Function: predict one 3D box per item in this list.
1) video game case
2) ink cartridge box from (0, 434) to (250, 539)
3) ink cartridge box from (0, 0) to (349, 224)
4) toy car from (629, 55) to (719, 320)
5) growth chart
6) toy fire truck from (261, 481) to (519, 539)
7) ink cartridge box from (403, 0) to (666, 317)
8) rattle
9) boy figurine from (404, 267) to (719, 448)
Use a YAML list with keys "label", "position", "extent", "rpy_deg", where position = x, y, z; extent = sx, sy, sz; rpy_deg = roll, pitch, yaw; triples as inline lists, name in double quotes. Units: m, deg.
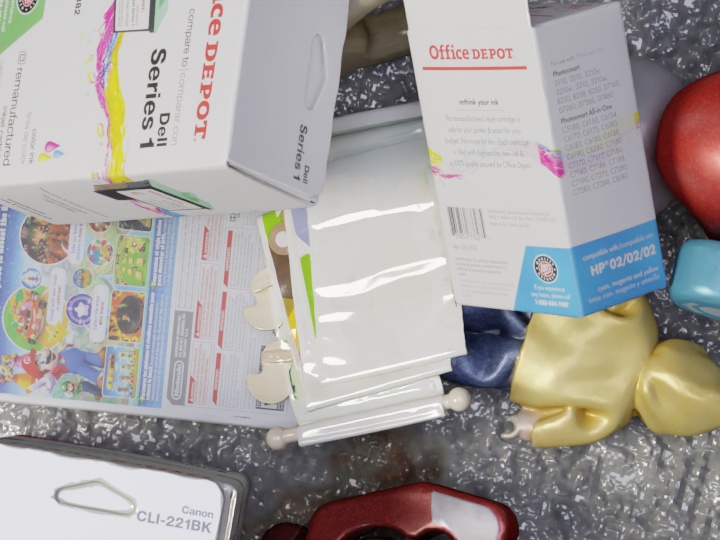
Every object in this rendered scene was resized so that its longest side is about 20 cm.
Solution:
- label: "video game case"
  position: [-0.127, 0.013, 1.714]
  extent: [0.199, 0.018, 0.144]
  rpy_deg: [6, 88, 0]
- label: "ink cartridge box"
  position: [-0.140, 0.143, 1.616]
  extent: [0.143, 0.200, 0.084]
  rpy_deg: [10, 87, 1]
- label: "ink cartridge box"
  position: [-0.113, -0.109, 1.627]
  extent: [0.199, 0.084, 0.146]
  rpy_deg: [-3, 74, 38]
- label: "toy car"
  position: [0.179, -0.067, 1.672]
  extent: [0.199, 0.177, 0.185]
  rpy_deg: [11, 82, 29]
- label: "growth chart"
  position: [0.000, 0.000, 1.672]
  extent: [0.144, 0.018, 0.201]
  rpy_deg: [-4, 80, 22]
- label: "toy fire truck"
  position: [0.007, 0.216, 1.668]
  extent: [0.167, 0.112, 0.201]
  rpy_deg: [14, 86, 19]
- label: "ink cartridge box"
  position: [0.092, -0.082, 1.588]
  extent: [0.068, 0.115, 0.201]
  rpy_deg: [-18, 104, -33]
- label: "rattle"
  position: [-0.023, -0.175, 1.685]
  extent: [0.199, 0.130, 0.143]
  rpy_deg: [-26, 91, 20]
- label: "boy figurine"
  position: [0.125, 0.044, 1.690]
  extent: [0.199, 0.064, 0.125]
  rpy_deg: [14, 87, 0]
